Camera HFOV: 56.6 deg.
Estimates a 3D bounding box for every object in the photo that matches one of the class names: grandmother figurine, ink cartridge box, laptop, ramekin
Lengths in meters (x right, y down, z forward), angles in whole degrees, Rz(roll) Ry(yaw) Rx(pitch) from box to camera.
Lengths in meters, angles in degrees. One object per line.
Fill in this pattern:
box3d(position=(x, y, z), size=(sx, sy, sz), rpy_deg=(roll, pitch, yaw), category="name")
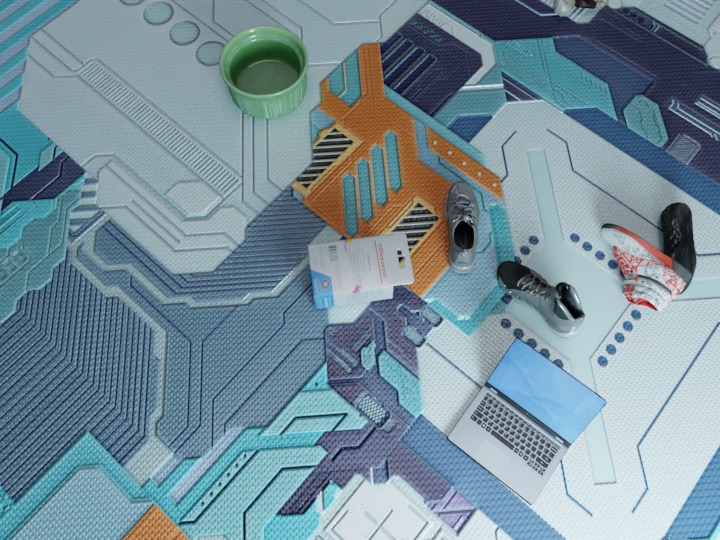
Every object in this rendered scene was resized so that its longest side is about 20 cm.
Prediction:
box3d(position=(0.546, -0.686, 1.641), size=(0.199, 0.061, 0.121), rpy_deg=(-37, 62, -18), category="grandmother figurine")
box3d(position=(0.000, 0.000, 1.327), size=(0.197, 0.068, 0.116), rpy_deg=(-7, 66, -3), category="ink cartridge box")
box3d(position=(0.289, 0.266, 1.182), size=(0.186, 0.116, 0.200), rpy_deg=(36, 70, 15), category="laptop")
box3d(position=(-0.212, -0.441, 1.509), size=(0.197, 0.098, 0.202), rpy_deg=(0, 65, 0), category="ramekin")

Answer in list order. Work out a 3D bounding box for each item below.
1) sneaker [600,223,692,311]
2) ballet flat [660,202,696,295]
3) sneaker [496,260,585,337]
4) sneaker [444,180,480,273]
box3d(position=(0.537, -0.005, 1.328), size=(0.201, 0.067, 0.108), rpy_deg=(40, 92, 32), category="sneaker")
box3d(position=(0.643, -0.042, 1.363), size=(0.066, 0.057, 0.202), rpy_deg=(14, 72, -9), category="ballet flat")
box3d(position=(0.354, 0.033, 1.285), size=(0.200, 0.116, 0.075), rpy_deg=(42, 72, 16), category="sneaker")
box3d(position=(0.215, -0.100, 1.364), size=(0.074, 0.082, 0.202), rpy_deg=(-1, 66, 0), category="sneaker")
